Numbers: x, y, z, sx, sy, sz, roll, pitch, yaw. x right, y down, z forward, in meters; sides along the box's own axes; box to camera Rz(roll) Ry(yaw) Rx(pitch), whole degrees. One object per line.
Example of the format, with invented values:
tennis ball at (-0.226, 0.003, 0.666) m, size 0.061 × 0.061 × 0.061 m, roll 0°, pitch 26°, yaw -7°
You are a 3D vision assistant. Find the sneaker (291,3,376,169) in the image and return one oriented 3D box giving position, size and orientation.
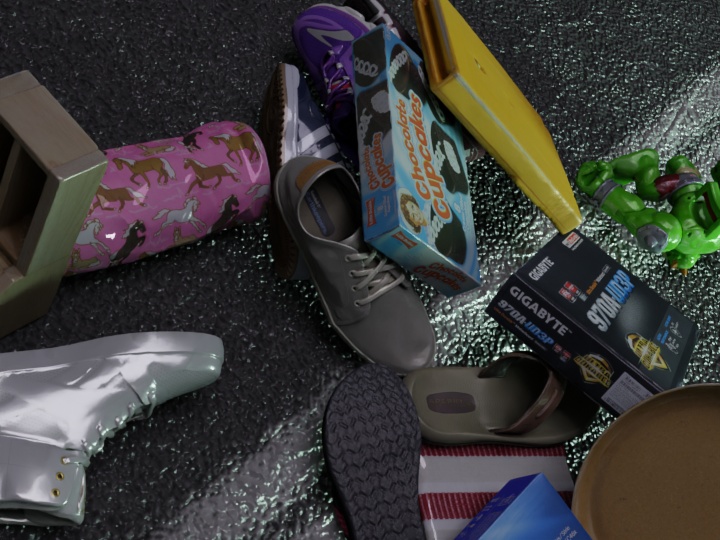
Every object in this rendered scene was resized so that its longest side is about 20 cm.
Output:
sneaker at (-0.006, -0.160, 0.911) m, size 0.083 × 0.081 × 0.200 m, roll -10°, pitch 63°, yaw -52°

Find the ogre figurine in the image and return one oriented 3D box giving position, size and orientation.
ogre figurine at (0.326, -0.066, 1.034) m, size 0.199 × 0.098 × 0.120 m, roll 14°, pitch 41°, yaw -34°

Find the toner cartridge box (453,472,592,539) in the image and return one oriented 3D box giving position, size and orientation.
toner cartridge box at (0.084, 0.240, 0.696) m, size 0.200 × 0.043 × 0.095 m, roll -39°, pitch 91°, yaw -31°

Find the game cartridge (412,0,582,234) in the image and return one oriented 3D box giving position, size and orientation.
game cartridge at (0.124, -0.148, 0.928) m, size 0.200 × 0.032 × 0.177 m, roll 45°, pitch 24°, yaw -31°

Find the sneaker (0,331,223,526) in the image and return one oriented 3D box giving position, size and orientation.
sneaker at (-0.176, 0.108, 0.658) m, size 0.199 × 0.074 × 0.116 m, roll -8°, pitch 65°, yaw -22°

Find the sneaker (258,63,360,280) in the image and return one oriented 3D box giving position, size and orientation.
sneaker at (-0.024, -0.083, 0.865) m, size 0.108 × 0.070 × 0.201 m, roll 3°, pitch 65°, yaw -22°

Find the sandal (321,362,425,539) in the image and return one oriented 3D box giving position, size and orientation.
sandal at (0.011, 0.169, 0.739) m, size 0.075 × 0.045 × 0.201 m, roll -4°, pitch 75°, yaw -17°

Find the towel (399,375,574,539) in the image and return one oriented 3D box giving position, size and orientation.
towel at (0.107, 0.177, 0.796) m, size 0.143 × 0.023 × 0.201 m, roll 5°, pitch 55°, yaw -24°

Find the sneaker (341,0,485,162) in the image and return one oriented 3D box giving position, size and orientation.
sneaker at (0.059, -0.182, 0.990) m, size 0.115 × 0.076 × 0.201 m, roll -15°, pitch 75°, yaw -43°

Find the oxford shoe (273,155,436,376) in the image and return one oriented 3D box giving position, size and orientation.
oxford shoe at (0.000, 0.000, 0.783) m, size 0.075 × 0.058 × 0.200 m, roll -36°, pitch 105°, yaw -22°

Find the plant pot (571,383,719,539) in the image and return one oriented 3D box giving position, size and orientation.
plant pot at (0.257, 0.177, 0.761) m, size 0.200 × 0.200 × 0.027 m, roll 34°, pitch 12°, yaw -4°

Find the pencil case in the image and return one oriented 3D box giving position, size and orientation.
pencil case at (-0.164, -0.058, 0.767) m, size 0.200 × 0.087 × 0.083 m, roll -18°, pitch 38°, yaw -37°

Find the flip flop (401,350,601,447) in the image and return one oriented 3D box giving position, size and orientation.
flip flop at (0.122, 0.096, 0.808) m, size 0.199 × 0.058 × 0.081 m, roll 1°, pitch 57°, yaw -28°

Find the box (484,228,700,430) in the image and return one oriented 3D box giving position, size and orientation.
box at (0.207, 0.043, 0.869) m, size 0.159 × 0.046 × 0.200 m, roll 40°, pitch 26°, yaw 11°

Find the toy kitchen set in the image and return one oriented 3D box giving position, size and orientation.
toy kitchen set at (-0.300, -0.033, 0.607) m, size 0.163 × 0.181 × 0.200 m, roll 47°, pitch 45°, yaw 8°

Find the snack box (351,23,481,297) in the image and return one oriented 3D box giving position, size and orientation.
snack box at (0.044, -0.090, 0.820) m, size 0.116 × 0.037 × 0.201 m, roll 32°, pitch 45°, yaw -45°
